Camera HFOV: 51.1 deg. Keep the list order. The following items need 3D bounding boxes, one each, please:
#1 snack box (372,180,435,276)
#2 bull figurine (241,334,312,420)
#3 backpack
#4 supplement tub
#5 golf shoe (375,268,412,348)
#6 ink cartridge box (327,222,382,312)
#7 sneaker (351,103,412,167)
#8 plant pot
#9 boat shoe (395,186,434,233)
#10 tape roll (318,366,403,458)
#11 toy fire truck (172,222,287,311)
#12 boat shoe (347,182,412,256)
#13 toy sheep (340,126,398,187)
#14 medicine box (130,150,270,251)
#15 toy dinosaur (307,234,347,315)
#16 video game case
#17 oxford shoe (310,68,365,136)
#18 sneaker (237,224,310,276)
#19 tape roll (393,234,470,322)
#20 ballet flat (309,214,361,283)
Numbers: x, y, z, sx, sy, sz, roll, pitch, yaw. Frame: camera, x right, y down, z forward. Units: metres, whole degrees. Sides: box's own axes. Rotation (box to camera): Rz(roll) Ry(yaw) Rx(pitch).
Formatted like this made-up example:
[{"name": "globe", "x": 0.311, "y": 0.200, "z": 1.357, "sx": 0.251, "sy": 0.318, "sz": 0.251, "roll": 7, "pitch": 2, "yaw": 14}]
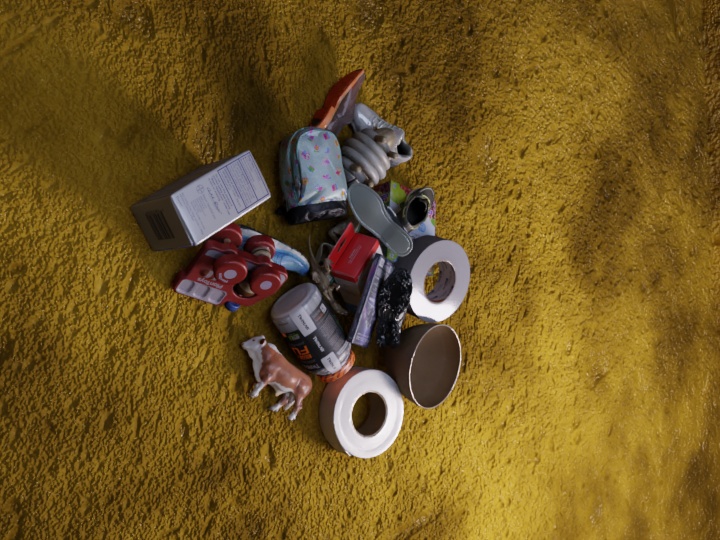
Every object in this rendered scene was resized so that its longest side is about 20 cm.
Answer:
[{"name": "snack box", "x": 0.109, "y": -0.098, "z": 1.868, "sx": 0.167, "sy": 0.067, "sz": 0.204, "roll": 17, "pitch": 70, "yaw": -39}, {"name": "bull figurine", "x": -0.185, "y": 0.229, "z": 1.618, "sx": 0.199, "sy": 0.065, "sz": 0.123, "roll": 39, "pitch": 68, "yaw": -30}, {"name": "backpack", "x": -0.105, "y": -0.212, "z": 1.668, "sx": 0.165, "sy": 0.126, "sz": 0.205, "roll": -10, "pitch": 92, "yaw": -37}, {"name": "supplement tub", "x": -0.100, "y": 0.139, "z": 1.656, "sx": 0.123, "sy": 0.121, "sz": 0.202, "roll": -47, "pitch": 116, "yaw": -32}, {"name": "golf shoe", "x": 0.075, "y": 0.076, "z": 1.736, "sx": 0.095, "sy": 0.076, "sz": 0.203, "roll": -70, "pitch": 175, "yaw": -65}, {"name": "ink cartridge box", "x": 0.000, "y": 0.000, "z": 1.734, "sx": 0.117, "sy": 0.066, "sz": 0.201, "roll": -58, "pitch": 149, "yaw": -26}, {"name": "sneaker", "x": 0.059, "y": -0.338, "z": 1.831, "sx": 0.199, "sy": 0.098, "sz": 0.079, "roll": 40, "pitch": 64, "yaw": -32}, {"name": "plant pot", "x": 0.134, "y": 0.219, "z": 1.836, "sx": 0.198, "sy": 0.133, "sz": 0.205, "roll": -11, "pitch": 106, "yaw": -44}, {"name": "boat shoe", "x": 0.136, "y": -0.147, "z": 1.812, "sx": 0.073, "sy": 0.060, "sz": 0.202, "roll": 55, "pitch": 44, "yaw": -13}, {"name": "tape roll", "x": 0.002, "y": 0.329, "z": 1.755, "sx": 0.199, "sy": 0.070, "sz": 0.207, "roll": -1, "pitch": 91, "yaw": -35}, {"name": "toy fire truck", "x": -0.257, "y": 0.010, "z": 1.516, "sx": 0.198, "sy": 0.168, "sz": 0.113, "roll": 21, "pitch": 38, "yaw": -37}, {"name": "boat shoe", "x": 0.042, "y": -0.115, "z": 1.711, "sx": 0.075, "sy": 0.060, "sz": 0.201, "roll": -36, "pitch": 95, "yaw": 7}, {"name": "toy sheep", "x": 0.008, "y": -0.256, "z": 1.761, "sx": 0.200, "sy": 0.137, "sz": 0.138, "roll": -45, "pitch": 117, "yaw": -9}, {"name": "medicine box", "x": -0.307, "y": -0.133, "z": 1.452, "sx": 0.199, "sy": 0.180, "sz": 0.104, "roll": -37, "pitch": 110, "yaw": -35}, {"name": "toy dinosaur", "x": -0.088, "y": 0.011, "z": 1.647, "sx": 0.057, "sy": 0.101, "sz": 0.203, "roll": -23, "pitch": 83, "yaw": -15}, {"name": "video game case", "x": 0.025, "y": 0.071, "z": 1.700, "sx": 0.143, "sy": 0.019, "sz": 0.204, "roll": 34, "pitch": 74, "yaw": -73}, {"name": "oxford shoe", "x": -0.042, "y": -0.387, "z": 1.772, "sx": 0.073, "sy": 0.071, "sz": 0.202, "roll": 44, "pitch": 72, "yaw": -33}, {"name": "sneaker", "x": -0.199, "y": -0.026, "z": 1.627, "sx": 0.198, "sy": 0.078, "sz": 0.091, "roll": 24, "pitch": 91, "yaw": -34}, {"name": "tape roll", "x": 0.172, "y": 0.020, "z": 1.821, "sx": 0.197, "sy": 0.066, "sz": 0.205, "roll": -11, "pitch": 109, "yaw": -34}, {"name": "ballet flat", "x": -0.057, "y": -0.061, "z": 1.743, "sx": 0.062, "sy": 0.067, "sz": 0.203, "roll": 35, "pitch": 66, "yaw": -23}]
